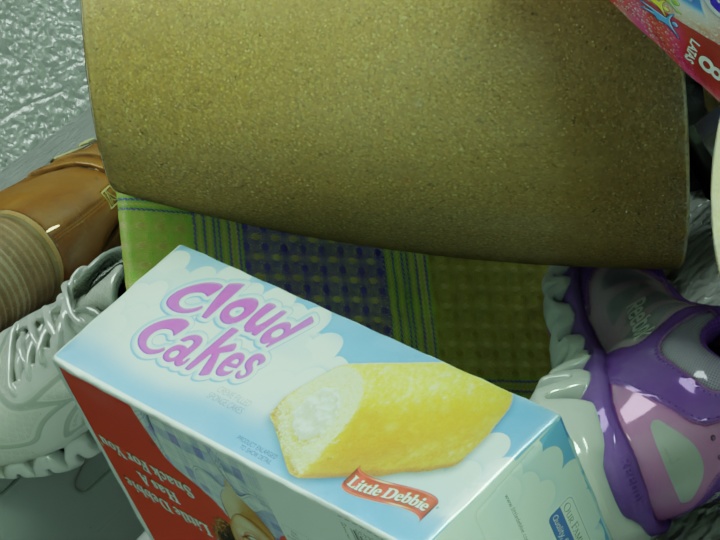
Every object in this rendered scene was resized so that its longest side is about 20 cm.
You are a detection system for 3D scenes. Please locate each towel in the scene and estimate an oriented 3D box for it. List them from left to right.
[{"bbox_3d":[0.000,0.000,1.023,0.199,0.144,0.023,1,-19,-24],"label":"towel"}]

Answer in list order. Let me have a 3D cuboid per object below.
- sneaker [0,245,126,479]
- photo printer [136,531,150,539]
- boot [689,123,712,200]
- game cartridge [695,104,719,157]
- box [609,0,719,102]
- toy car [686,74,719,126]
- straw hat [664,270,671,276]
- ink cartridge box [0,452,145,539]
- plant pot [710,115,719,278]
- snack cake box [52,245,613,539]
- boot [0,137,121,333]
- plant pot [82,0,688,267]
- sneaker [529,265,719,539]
[{"bbox_3d":[-0.107,0.028,1.079,0.200,0.081,0.075,-20,56,22],"label":"sneaker"},{"bbox_3d":[-0.046,0.140,1.007,0.200,0.070,0.166,-44,21,-27],"label":"photo printer"},{"bbox_3d":[0.218,-0.104,1.223,0.174,0.069,0.200,-31,16,2],"label":"boot"},{"bbox_3d":[0.224,-0.066,0.909,0.200,0.130,0.038,-36,48,5],"label":"game cartridge"},{"bbox_3d":[0.156,-0.153,0.807,0.200,0.100,0.096,-39,-16,-23],"label":"box"},{"bbox_3d":[0.190,-0.091,1.049,0.200,0.164,0.158,-46,9,21],"label":"toy car"},{"bbox_3d":[0.102,-0.030,1.180,0.085,0.202,0.201,9,25,9],"label":"straw hat"},{"bbox_3d":[-0.143,0.105,1.248,0.145,0.145,0.200,-43,14,-22],"label":"ink cartridge box"},{"bbox_3d":[0.204,-0.029,0.766,0.186,0.187,0.200,-34,-2,14],"label":"plant pot"},{"bbox_3d":[-0.005,0.078,0.873,0.067,0.115,0.200,-42,39,-22],"label":"snack cake box"},{"bbox_3d":[-0.175,0.001,1.237,0.200,0.074,0.155,-15,20,49],"label":"boot"},{"bbox_3d":[0.006,-0.085,0.938,0.199,0.187,0.186,-5,16,3],"label":"plant pot"},{"bbox_3d":[0.115,0.037,0.958,0.088,0.081,0.200,-24,16,13],"label":"sneaker"}]
